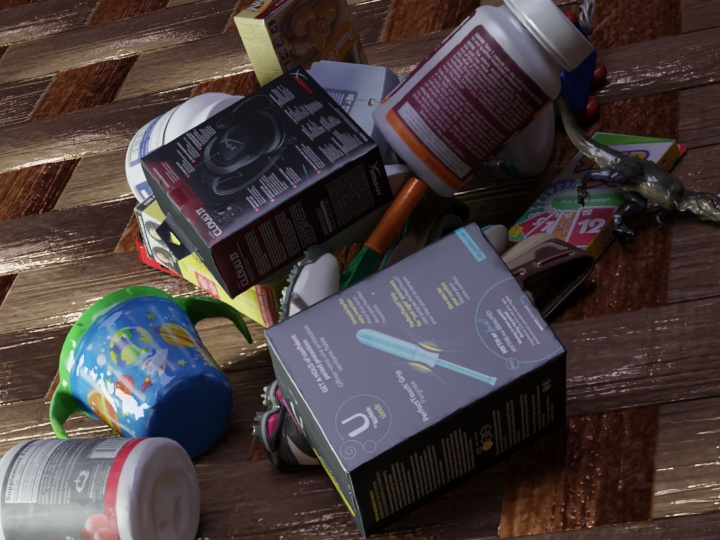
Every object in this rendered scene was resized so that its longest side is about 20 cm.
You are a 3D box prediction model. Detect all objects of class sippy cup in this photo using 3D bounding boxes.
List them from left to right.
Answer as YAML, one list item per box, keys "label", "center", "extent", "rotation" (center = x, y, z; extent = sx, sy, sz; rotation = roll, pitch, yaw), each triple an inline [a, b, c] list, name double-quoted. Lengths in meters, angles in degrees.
- label: "sippy cup"
  center: [-0.185, 0.103, 1.616]
  extent: [0.130, 0.139, 0.179]
  rotation: [38, 102, 43]

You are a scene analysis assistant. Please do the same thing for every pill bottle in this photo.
- label: "pill bottle"
  center: [-0.244, 0.198, 1.512]
  extent: [0.198, 0.112, 0.111]
  rotation: [-4, 35, 27]
- label: "pill bottle"
  center: [-0.159, -0.119, 1.826]
  extent: [0.111, 0.112, 0.200]
  rotation: [-37, 11, -24]
- label: "pill bottle"
  center: [0.090, -0.148, 1.830]
  extent: [0.198, 0.114, 0.113]
  rotation: [-2, 36, 28]
- label: "pill bottle"
  center: [0.117, -0.176, 1.691]
  extent: [0.200, 0.114, 0.114]
  rotation: [-43, 29, 11]

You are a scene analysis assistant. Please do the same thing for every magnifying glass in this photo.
- label: "magnifying glass"
  center: [0.000, 0.000, 1.666]
  extent: [0.201, 0.022, 0.080]
  rotation: [-57, 11, -5]

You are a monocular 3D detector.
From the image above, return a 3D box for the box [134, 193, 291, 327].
- label: "box"
  center: [-0.133, -0.011, 1.753]
  extent: [0.199, 0.076, 0.050]
  rotation: [29, 56, 32]

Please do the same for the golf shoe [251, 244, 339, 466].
- label: "golf shoe"
  center: [-0.032, 0.076, 1.568]
  extent: [0.087, 0.077, 0.202]
  rotation: [3, 69, 18]

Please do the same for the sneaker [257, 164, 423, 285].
- label: "sneaker"
  center: [-0.048, -0.073, 1.701]
  extent: [0.198, 0.074, 0.116]
  rotation: [-24, 48, -19]

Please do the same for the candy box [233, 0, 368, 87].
- label: "candy box"
  center: [-0.050, -0.214, 1.931]
  extent: [0.055, 0.201, 0.115]
  rotation: [14, 45, 45]

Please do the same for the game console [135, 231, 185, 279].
- label: "game console"
  center: [-0.129, -0.048, 1.900]
  extent: [0.176, 0.031, 0.199]
  rotation: [-37, 35, -29]

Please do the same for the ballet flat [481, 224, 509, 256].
- label: "ballet flat"
  center: [0.076, 0.034, 1.624]
  extent: [0.199, 0.070, 0.069]
  rotation: [-36, 34, -19]

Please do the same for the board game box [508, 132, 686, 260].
- label: "board game box"
  center: [0.229, -0.075, 1.724]
  extent: [0.095, 0.030, 0.200]
  rotation: [9, 41, 39]

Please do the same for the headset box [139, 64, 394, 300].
- label: "headset box"
  center: [-0.094, -0.078, 1.623]
  extent: [0.199, 0.078, 0.149]
  rotation: [-33, 48, -12]

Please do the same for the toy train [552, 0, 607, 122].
- label: "toy train"
  center: [0.199, -0.224, 1.924]
  extent: [0.115, 0.085, 0.201]
  rotation: [-21, 28, 27]

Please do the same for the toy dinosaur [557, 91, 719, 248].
- label: "toy dinosaur"
  center: [0.245, -0.080, 1.655]
  extent: [0.199, 0.048, 0.088]
  rotation: [34, 62, 13]

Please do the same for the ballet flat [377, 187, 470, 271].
- label: "ballet flat"
  center: [0.064, -0.012, 1.703]
  extent: [0.071, 0.068, 0.201]
  rotation: [10, 36, 12]

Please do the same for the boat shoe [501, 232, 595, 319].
- label: "boat shoe"
  center: [0.130, 0.035, 1.576]
  extent: [0.199, 0.073, 0.072]
  rotation: [-33, 32, -30]

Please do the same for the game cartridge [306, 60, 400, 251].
- label: "game cartridge"
  center: [-0.036, -0.115, 1.803]
  extent: [0.132, 0.041, 0.202]
  rotation: [14, 75, 39]

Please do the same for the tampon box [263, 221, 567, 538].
- label: "tampon box"
  center: [0.047, 0.088, 1.444]
  extent: [0.199, 0.127, 0.150]
  rotation: [-27, 59, -10]
